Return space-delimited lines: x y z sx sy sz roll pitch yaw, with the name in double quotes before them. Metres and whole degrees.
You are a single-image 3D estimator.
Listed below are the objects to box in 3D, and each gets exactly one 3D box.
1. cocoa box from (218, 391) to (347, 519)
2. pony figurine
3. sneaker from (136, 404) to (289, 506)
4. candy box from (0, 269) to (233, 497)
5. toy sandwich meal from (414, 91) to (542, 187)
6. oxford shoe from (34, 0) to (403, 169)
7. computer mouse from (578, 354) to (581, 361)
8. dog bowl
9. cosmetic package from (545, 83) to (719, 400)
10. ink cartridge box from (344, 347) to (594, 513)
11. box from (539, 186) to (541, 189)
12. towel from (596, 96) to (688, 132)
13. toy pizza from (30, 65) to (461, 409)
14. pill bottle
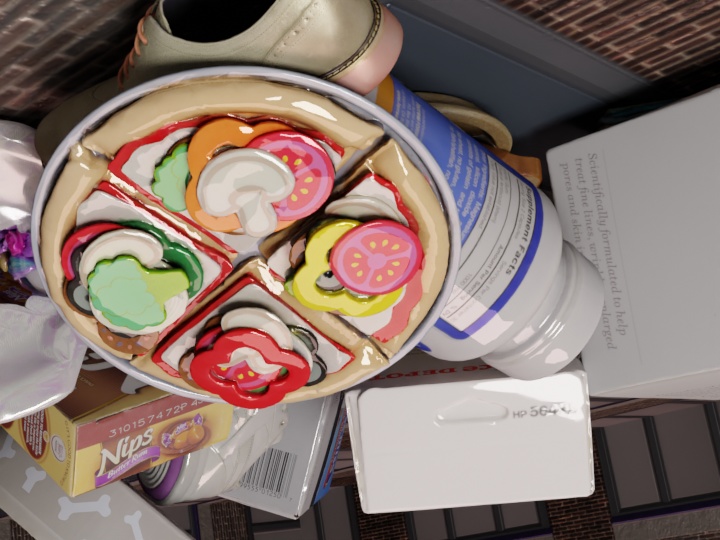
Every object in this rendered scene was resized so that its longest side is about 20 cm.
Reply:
"cocoa box" -0.113 0.102 0.890 0.200 0.134 0.131 14 179 9
"pony figurine" -0.166 -0.008 0.628 0.193 0.167 0.200 -6 -174 -9
"sneaker" -0.086 0.072 0.773 0.100 0.200 0.075 12 -161 -46
"candy box" -0.188 0.056 0.711 0.117 0.057 0.200 -15 -146 -42
"toy sandwich meal" 0.013 -0.045 0.699 0.205 0.070 0.205 -9 165 -2
"oxford shoe" -0.083 -0.096 0.504 0.200 0.071 0.074 -19 140 25
"computer mouse" 0.209 -0.007 0.885 0.200 0.044 0.110 -39 157 -56
"dog bowl" -0.183 0.164 0.748 0.059 0.200 0.200 -49 173 -15
"cosmetic package" 0.248 -0.011 0.704 0.165 0.165 0.200 -19 162 38
"ink cartridge box" 0.069 0.084 0.746 0.146 0.084 0.200 -6 -168 4
"box" 0.129 -0.010 0.884 0.068 0.082 0.200 -14 163 14
"towel" 0.237 -0.082 0.796 0.146 0.022 0.200 -10 165 4
"toy pizza" -0.052 -0.002 0.508 0.200 0.032 0.200 -1 130 -1
"pill bottle" 0.037 -0.020 0.593 0.200 0.112 0.112 33 143 -29
